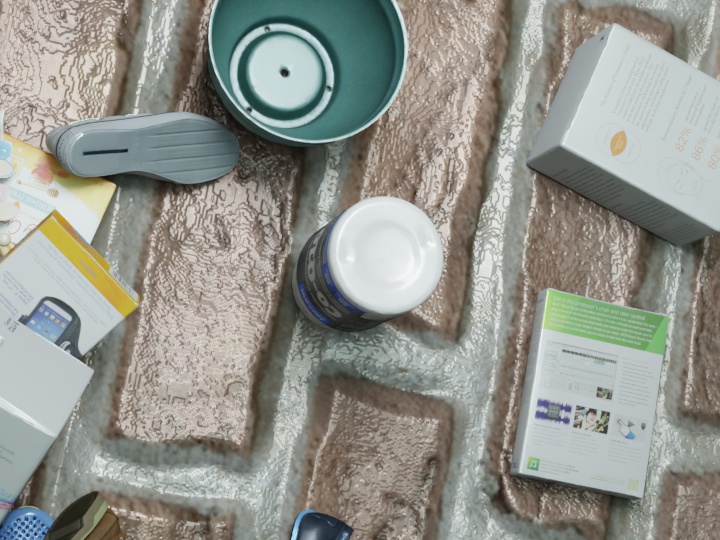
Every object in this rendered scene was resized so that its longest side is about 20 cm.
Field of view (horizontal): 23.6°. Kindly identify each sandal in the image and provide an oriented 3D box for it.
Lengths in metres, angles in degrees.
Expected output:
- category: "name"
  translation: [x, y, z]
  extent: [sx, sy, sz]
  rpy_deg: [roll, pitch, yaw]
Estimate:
- category: "sandal"
  translation: [-0.312, 0.322, 1.622]
  extent: [0.079, 0.087, 0.201]
  rpy_deg: [0, 80, -13]

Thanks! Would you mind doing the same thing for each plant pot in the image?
- category: "plant pot"
  translation: [-0.067, -0.213, 1.739]
  extent: [0.199, 0.134, 0.201]
  rpy_deg: [2, 81, -15]

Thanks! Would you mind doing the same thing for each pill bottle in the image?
- category: "pill bottle"
  translation: [0.000, 0.000, 1.691]
  extent: [0.113, 0.200, 0.114]
  rpy_deg: [3, 80, -15]

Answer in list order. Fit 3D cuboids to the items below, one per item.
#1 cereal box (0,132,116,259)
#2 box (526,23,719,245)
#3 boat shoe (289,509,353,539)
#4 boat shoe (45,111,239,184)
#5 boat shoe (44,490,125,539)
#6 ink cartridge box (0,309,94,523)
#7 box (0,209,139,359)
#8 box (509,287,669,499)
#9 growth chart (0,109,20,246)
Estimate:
- category: "cereal box"
  translation: [-0.344, -0.022, 1.686]
  extent: [0.143, 0.040, 0.201]
  rpy_deg: [24, 77, -10]
- category: "box"
  translation: [0.306, -0.142, 1.841]
  extent: [0.200, 0.106, 0.153]
  rpy_deg: [28, 76, -10]
- category: "boat shoe"
  translation: [-0.051, 0.337, 1.688]
  extent: [0.068, 0.084, 0.201]
  rpy_deg: [13, 81, -1]
- category: "boat shoe"
  translation: [-0.217, -0.131, 1.718]
  extent: [0.199, 0.067, 0.074]
  rpy_deg: [2, 110, -38]
- category: "boat shoe"
  translation: [-0.269, 0.282, 1.583]
  extent: [0.068, 0.072, 0.200]
  rpy_deg: [57, 32, -14]
- category: "ink cartridge box"
  translation: [-0.361, 0.152, 1.558]
  extent: [0.144, 0.145, 0.200]
  rpy_deg: [32, 111, -8]
- category: "box"
  translation: [-0.321, 0.052, 1.632]
  extent: [0.200, 0.041, 0.119]
  rpy_deg: [-41, 103, 8]
- category: "box"
  translation: [0.243, 0.131, 1.823]
  extent: [0.144, 0.036, 0.201]
  rpy_deg: [13, 80, -13]
- category: "growth chart"
  translation: [-0.404, -0.111, 1.666]
  extent: [0.144, 0.018, 0.201]
  rpy_deg: [-9, 76, 2]
